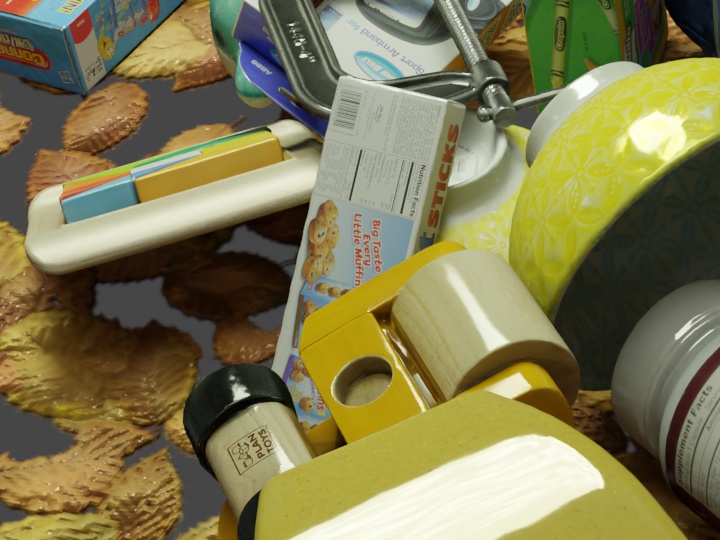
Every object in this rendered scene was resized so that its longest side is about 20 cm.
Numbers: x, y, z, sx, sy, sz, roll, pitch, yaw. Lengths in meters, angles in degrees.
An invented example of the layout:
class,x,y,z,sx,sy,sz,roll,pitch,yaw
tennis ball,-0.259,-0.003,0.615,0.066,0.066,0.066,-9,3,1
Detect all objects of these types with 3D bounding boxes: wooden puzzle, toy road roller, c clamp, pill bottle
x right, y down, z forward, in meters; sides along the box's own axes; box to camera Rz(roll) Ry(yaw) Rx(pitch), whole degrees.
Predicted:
class,x,y,z,sx,sy,sz,roll,pitch,yaw
wooden puzzle,-0.109,-0.052,1.682,0.184,0.037,0.200,-16,12,-4
toy road roller,0.020,0.098,1.416,0.200,0.146,0.123,-32,42,0
c clamp,0.034,-0.134,1.635,0.170,0.027,0.200,-17,41,-12
pill bottle,0.219,0.092,1.407,0.114,0.114,0.200,-29,41,-18

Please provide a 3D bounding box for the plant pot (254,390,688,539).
class,x,y,z,sx,sy,sz,roll,pitch,yaw
plant pot,0.050,0.173,1.256,0.195,0.195,0.200,-21,55,-10

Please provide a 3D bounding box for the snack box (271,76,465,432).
class,x,y,z,sx,sy,sz,roll,pitch,yaw
snack box,0.000,0.000,1.544,0.072,0.201,0.024,15,4,30

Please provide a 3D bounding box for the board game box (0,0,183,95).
class,x,y,z,sx,sy,sz,roll,pitch,yaw
board game box,-0.211,-0.216,1.953,0.195,0.056,0.200,17,48,32

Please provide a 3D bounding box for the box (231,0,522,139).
class,x,y,z,sx,sy,sz,roll,pitch,yaw
box,0.015,-0.159,1.724,0.119,0.042,0.200,36,51,10

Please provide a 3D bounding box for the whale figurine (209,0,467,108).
class,x,y,z,sx,sy,sz,roll,pitch,yaw
whale figurine,-0.013,-0.158,1.787,0.159,0.104,0.200,-29,44,-20

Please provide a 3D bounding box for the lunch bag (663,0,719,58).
class,x,y,z,sx,sy,sz,roll,pitch,yaw
lunch bag,0.263,-0.197,1.678,0.135,0.201,0.132,-16,41,-12

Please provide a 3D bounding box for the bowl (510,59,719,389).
class,x,y,z,sx,sy,sz,roll,pitch,yaw
bowl,0.148,-0.044,1.494,0.200,0.200,0.108,-28,59,-18

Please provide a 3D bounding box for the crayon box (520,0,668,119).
class,x,y,z,sx,sy,sz,roll,pitch,yaw
crayon box,0.137,-0.185,1.699,0.058,0.201,0.119,4,41,18

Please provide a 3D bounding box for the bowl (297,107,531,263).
class,x,y,z,sx,sy,sz,roll,pitch,yaw
bowl,0.051,-0.026,1.605,0.199,0.108,0.201,-8,39,6
